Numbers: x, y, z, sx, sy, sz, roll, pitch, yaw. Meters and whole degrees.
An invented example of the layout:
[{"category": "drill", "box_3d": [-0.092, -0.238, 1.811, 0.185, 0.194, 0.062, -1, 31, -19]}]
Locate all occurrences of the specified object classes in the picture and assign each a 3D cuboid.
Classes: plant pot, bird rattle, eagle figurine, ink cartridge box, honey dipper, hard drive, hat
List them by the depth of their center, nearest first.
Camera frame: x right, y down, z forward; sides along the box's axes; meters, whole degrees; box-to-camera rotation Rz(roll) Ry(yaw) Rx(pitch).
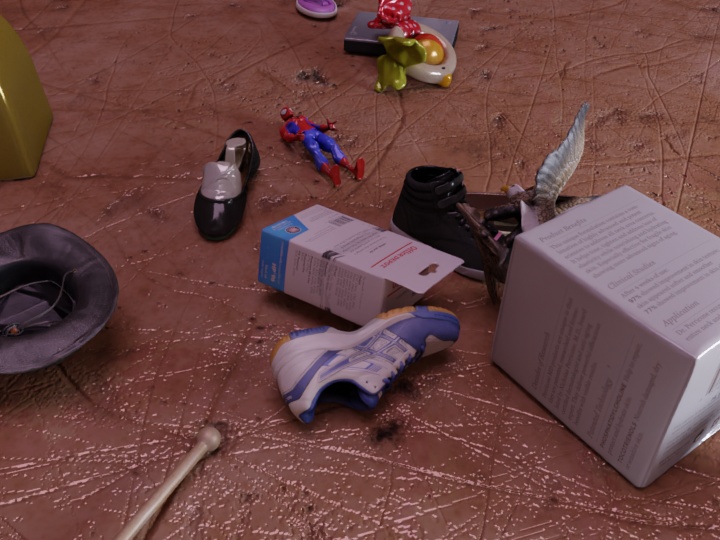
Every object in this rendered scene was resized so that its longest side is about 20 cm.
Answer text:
[{"category": "honey dipper", "box_3d": [-0.180, 0.200, 0.654, 0.038, 0.038, 0.200, 16, 38, 18]}, {"category": "hat", "box_3d": [-0.342, 0.045, 0.809, 0.199, 0.081, 0.202, 2, 47, -2]}, {"category": "eagle figurine", "box_3d": [0.209, -0.077, 0.865, 0.199, 0.152, 0.152, -26, 63, -7]}, {"category": "ink cartridge box", "box_3d": [0.000, 0.000, 0.866, 0.199, 0.068, 0.116, 22, 29, 25]}, {"category": "plant pot", "box_3d": [-0.557, -0.257, 1.084, 0.194, 0.201, 0.195, -4, 38, -9]}, {"category": "bird rattle", "box_3d": [0.087, -0.382, 1.353, 0.162, 0.113, 0.201, 19, 42, -15]}, {"category": "hard drive", "box_3d": [0.078, -0.439, 1.469, 0.198, 0.033, 0.140, 8, 39, 8]}]

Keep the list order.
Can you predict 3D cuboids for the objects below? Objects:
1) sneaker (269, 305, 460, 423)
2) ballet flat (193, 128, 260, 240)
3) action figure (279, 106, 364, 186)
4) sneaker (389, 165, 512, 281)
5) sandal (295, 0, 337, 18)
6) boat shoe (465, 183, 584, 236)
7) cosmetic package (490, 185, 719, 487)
[{"category": "sneaker", "box_3d": [0.014, 0.097, 0.775, 0.198, 0.076, 0.089, -13, 57, -15]}, {"category": "ballet flat", "box_3d": [-0.179, -0.124, 1.034, 0.067, 0.069, 0.201, 4, 39, 2]}, {"category": "action figure", "box_3d": [-0.067, -0.191, 1.143, 0.065, 0.052, 0.200, -23, 42, -23]}, {"category": "sneaker", "box_3d": [0.123, -0.061, 0.940, 0.199, 0.100, 0.071, 27, 43, 26]}, {"category": "sandal", "box_3d": [-0.097, -0.577, 1.623, 0.082, 0.050, 0.203, -6, 39, -9]}, {"category": "boat shoe", "box_3d": [0.215, -0.080, 0.985, 0.200, 0.075, 0.075, 11, 39, 12]}, {"category": "cosmetic package", "box_3d": [0.259, 0.053, 0.746, 0.166, 0.167, 0.200, -23, 45, -28]}]
